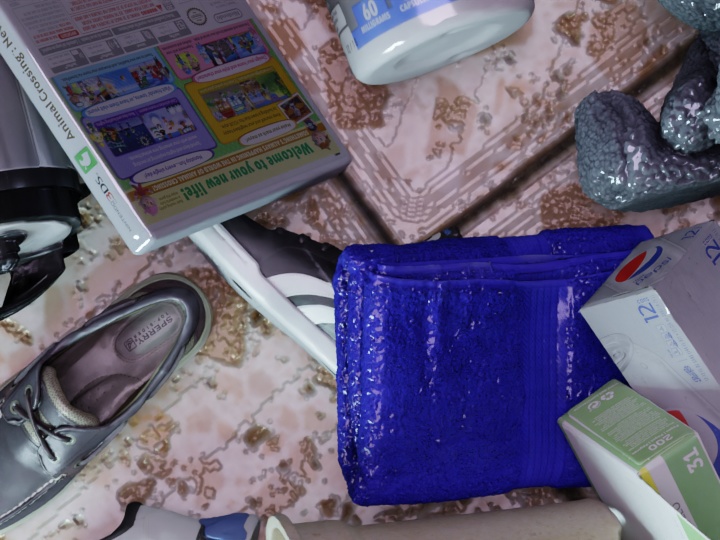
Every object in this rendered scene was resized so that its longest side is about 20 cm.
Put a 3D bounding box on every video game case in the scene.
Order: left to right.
[{"bbox_3d":[-0.111,-0.110,1.460,0.022,0.200,0.183,-39,82,35],"label":"video game case"}]

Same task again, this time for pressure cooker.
[{"bbox_3d":[-0.249,-0.062,1.457,0.175,0.179,0.201,-17,83,-2],"label":"pressure cooker"}]

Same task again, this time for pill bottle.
[{"bbox_3d":[0.014,-0.219,1.495,0.113,0.114,0.201,-21,84,0],"label":"pill bottle"}]

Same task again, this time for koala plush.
[{"bbox_3d":[0.212,-0.154,1.459,0.183,0.177,0.201,-5,75,-36],"label":"koala plush"}]

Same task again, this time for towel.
[{"bbox_3d":[0.083,0.052,1.450,0.199,0.049,0.149,-4,93,-24],"label":"towel"}]

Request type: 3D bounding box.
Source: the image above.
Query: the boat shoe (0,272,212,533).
[{"bbox_3d":[-0.168,0.076,1.496,0.200,0.065,0.072,-40,86,-1],"label":"boat shoe"}]

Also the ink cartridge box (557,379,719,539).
[{"bbox_3d":[0.188,0.153,1.384,0.048,0.200,0.146,-33,113,-10],"label":"ink cartridge box"}]

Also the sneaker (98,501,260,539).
[{"bbox_3d":[-0.140,0.218,1.481,0.114,0.081,0.201,18,78,8],"label":"sneaker"}]

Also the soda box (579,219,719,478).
[{"bbox_3d":[0.209,0.075,1.440,0.068,0.063,0.200,-46,107,-36],"label":"soda box"}]

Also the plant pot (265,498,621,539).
[{"bbox_3d":[0.061,0.209,1.425,0.182,0.200,0.202,-14,84,-11],"label":"plant pot"}]

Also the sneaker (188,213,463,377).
[{"bbox_3d":[0.000,0.000,1.500,0.200,0.073,0.112,43,84,-3],"label":"sneaker"}]
